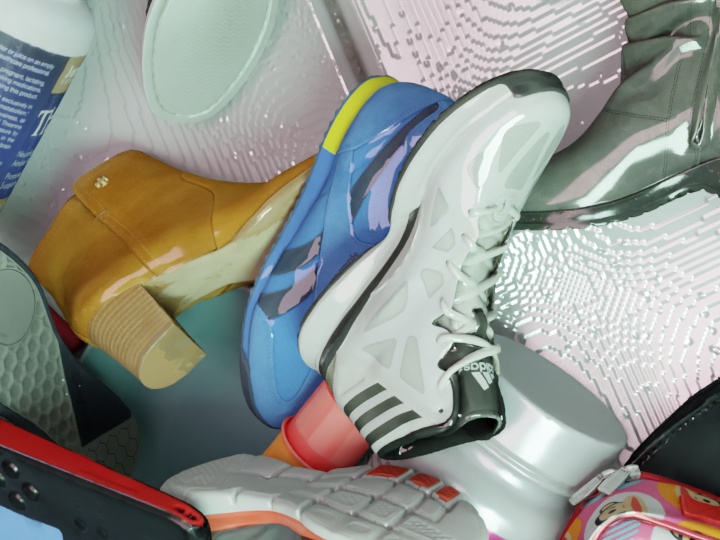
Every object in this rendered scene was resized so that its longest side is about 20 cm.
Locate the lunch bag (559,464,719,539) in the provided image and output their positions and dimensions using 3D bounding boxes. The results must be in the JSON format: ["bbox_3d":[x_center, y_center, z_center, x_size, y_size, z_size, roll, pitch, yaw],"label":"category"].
[{"bbox_3d":[0.180,0.184,0.913,0.199,0.082,0.177,21,102,-3],"label":"lunch bag"}]

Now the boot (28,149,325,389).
[{"bbox_3d":[-0.087,-0.037,1.057,0.201,0.071,0.144,-41,48,-7],"label":"boot"}]

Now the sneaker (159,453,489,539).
[{"bbox_3d":[-0.015,0.142,0.924,0.199,0.077,0.083,5,107,45],"label":"sneaker"}]

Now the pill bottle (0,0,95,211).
[{"bbox_3d":[-0.220,-0.123,1.089,0.111,0.111,0.201,36,105,18],"label":"pill bottle"}]

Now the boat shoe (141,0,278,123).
[{"bbox_3d":[-0.080,-0.181,1.055,0.060,0.075,0.201,52,126,53],"label":"boat shoe"}]

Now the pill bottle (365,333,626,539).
[{"bbox_3d":[0.043,0.140,0.982,0.113,0.113,0.201,38,106,18],"label":"pill bottle"}]

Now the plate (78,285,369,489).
[{"bbox_3d":[-0.082,0.105,1.084,0.199,0.026,0.202,1,92,24],"label":"plate"}]

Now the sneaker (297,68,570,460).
[{"bbox_3d":[0.057,0.010,0.900,0.201,0.075,0.116,-56,51,27],"label":"sneaker"}]

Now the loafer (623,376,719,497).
[{"bbox_3d":[0.208,0.072,0.932,0.200,0.070,0.068,-33,79,21],"label":"loafer"}]

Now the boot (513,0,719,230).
[{"bbox_3d":[0.141,-0.095,0.953,0.198,0.068,0.132,-11,95,15],"label":"boot"}]

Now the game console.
[{"bbox_3d":[-0.145,0.174,0.994,0.176,0.031,0.201,21,132,29],"label":"game console"}]

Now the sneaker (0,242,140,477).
[{"bbox_3d":[-0.228,0.050,1.046,0.145,0.203,0.077,5,51,32],"label":"sneaker"}]

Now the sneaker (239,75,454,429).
[{"bbox_3d":[0.000,0.000,0.987,0.078,0.066,0.201,33,104,41],"label":"sneaker"}]

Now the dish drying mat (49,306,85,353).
[{"bbox_3d":[-0.240,-0.004,1.072,0.076,0.200,0.018,-13,48,24],"label":"dish drying mat"}]

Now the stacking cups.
[{"bbox_3d":[-0.054,0.135,1.020,0.060,0.060,0.200,44,111,16],"label":"stacking cups"}]
